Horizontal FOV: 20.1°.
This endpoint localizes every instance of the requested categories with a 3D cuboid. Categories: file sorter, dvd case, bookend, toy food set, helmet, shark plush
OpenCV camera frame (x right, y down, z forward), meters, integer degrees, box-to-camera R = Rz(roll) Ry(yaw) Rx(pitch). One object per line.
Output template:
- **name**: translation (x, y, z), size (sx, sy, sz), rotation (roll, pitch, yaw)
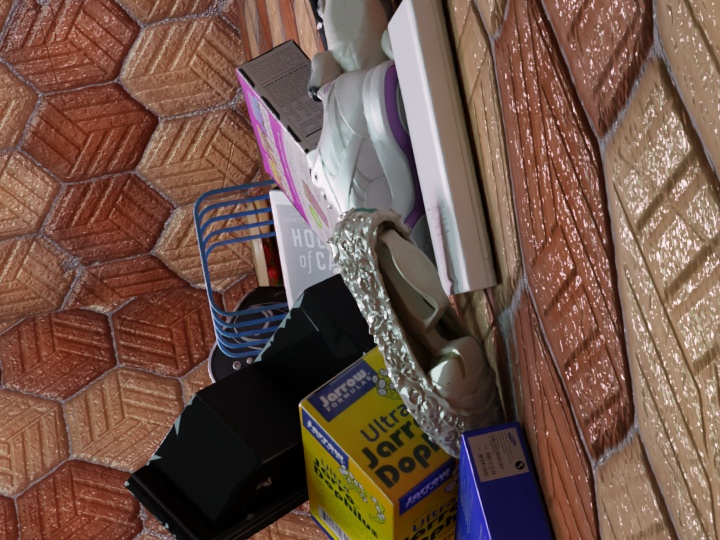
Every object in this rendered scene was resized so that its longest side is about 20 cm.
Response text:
- **file sorter**: translation (-0.097, 0.000, 2.051), size (0.200, 0.122, 0.139), rotation (96, 162, -75)
- **dvd case**: translation (-0.008, 0.021, 1.866), size (0.150, 0.025, 0.201), rotation (5, 112, 42)
- **bookend**: translation (-0.052, 0.101, 1.575), size (0.092, 0.200, 0.199), rotation (43, -151, 14)
- **toy food set**: translation (-0.204, -0.053, 4.251), size (0.198, 0.048, 0.201), rotation (129, 129, -84)
- **helmet**: translation (-0.076, 0.127, 2.418), size (0.200, 0.190, 0.200), rotation (-62, -9, -17)
- **shark plush**: translation (-0.001, -0.194, 1.606), size (0.083, 0.091, 0.200), rotation (31, -146, -54)

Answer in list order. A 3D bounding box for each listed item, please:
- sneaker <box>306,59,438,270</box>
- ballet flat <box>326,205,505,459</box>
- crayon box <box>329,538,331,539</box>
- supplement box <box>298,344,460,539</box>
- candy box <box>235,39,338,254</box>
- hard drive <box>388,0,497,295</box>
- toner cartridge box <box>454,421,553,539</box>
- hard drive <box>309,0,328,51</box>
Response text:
- **sneaker**: translation (0.012, -0.054, 1.524), size (0.075, 0.099, 0.201), rotation (-6, -88, -51)
- **ballet flat**: translation (0.045, 0.043, 1.399), size (0.200, 0.072, 0.072), rotation (58, 176, -4)
- **crayon box**: translation (0.026, 0.168, 1.726), size (0.051, 0.126, 0.201), rotation (113, 147, -81)
- **supplement box**: translation (0.031, 0.150, 1.536), size (0.110, 0.109, 0.200), rotation (45, 160, 24)
- **candy box**: translation (-0.021, -0.081, 1.695), size (0.200, 0.061, 0.137), rotation (52, 166, 37)
- **hard drive**: translation (0.056, -0.084, 1.408), size (0.132, 0.026, 0.201), rotation (155, 104, -85)
- **toner cartridge box**: translation (0.099, 0.194, 1.432), size (0.200, 0.043, 0.095), rotation (89, 170, -60)
- **hard drive**: translation (-0.011, -0.179, 1.737), size (0.140, 0.033, 0.200), rotation (-106, -3, -46)
